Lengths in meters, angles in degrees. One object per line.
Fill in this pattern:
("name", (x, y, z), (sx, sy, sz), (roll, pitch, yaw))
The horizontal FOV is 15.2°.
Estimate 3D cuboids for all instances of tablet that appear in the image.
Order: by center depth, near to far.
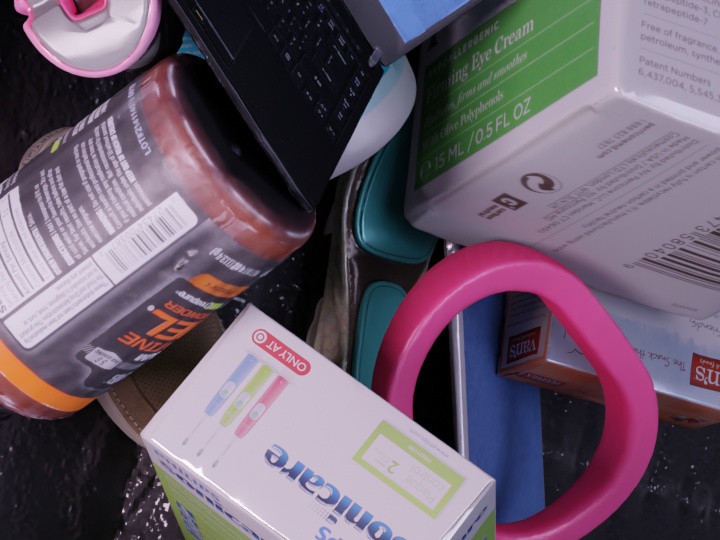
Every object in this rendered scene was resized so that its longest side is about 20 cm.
("tablet", (0.075, 0.063, 1.503), (0.130, 0.014, 0.200), (-28, 117, -65))

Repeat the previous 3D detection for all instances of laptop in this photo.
("laptop", (-0.004, -0.161, 1.215), (0.177, 0.103, 0.200), (57, 31, -22))

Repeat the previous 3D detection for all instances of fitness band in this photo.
("fitness band", (0.079, 0.073, 1.404), (0.144, 0.037, 0.200), (-44, 129, -7))

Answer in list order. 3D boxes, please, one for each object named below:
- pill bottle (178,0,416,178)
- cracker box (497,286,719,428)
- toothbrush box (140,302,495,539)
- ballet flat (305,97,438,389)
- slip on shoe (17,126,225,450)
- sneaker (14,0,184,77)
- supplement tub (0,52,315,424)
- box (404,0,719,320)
("pill bottle", (-0.058, -0.145, 1.320), (0.111, 0.111, 0.200), (-45, 123, -28))
("cracker box", (0.157, -0.023, 1.518), (0.134, 0.058, 0.200), (17, 71, -25))
("toothbrush box", (-0.015, 0.119, 1.307), (0.086, 0.146, 0.200), (-51, 164, -13))
("ballet flat", (0.000, 0.000, 1.428), (0.067, 0.062, 0.200), (21, 75, -37))
("slip on shoe", (-0.101, 0.018, 1.337), (0.076, 0.061, 0.200), (-39, 120, -32))
("sneaker", (-0.131, -0.174, 1.218), (0.095, 0.079, 0.200), (9, 59, -69))
("supplement tub", (-0.124, -0.003, 1.229), (0.107, 0.200, 0.107), (45, 22, -24))
("box", (0.159, -0.102, 1.380), (0.200, 0.199, 0.171), (18, 64, -25))
